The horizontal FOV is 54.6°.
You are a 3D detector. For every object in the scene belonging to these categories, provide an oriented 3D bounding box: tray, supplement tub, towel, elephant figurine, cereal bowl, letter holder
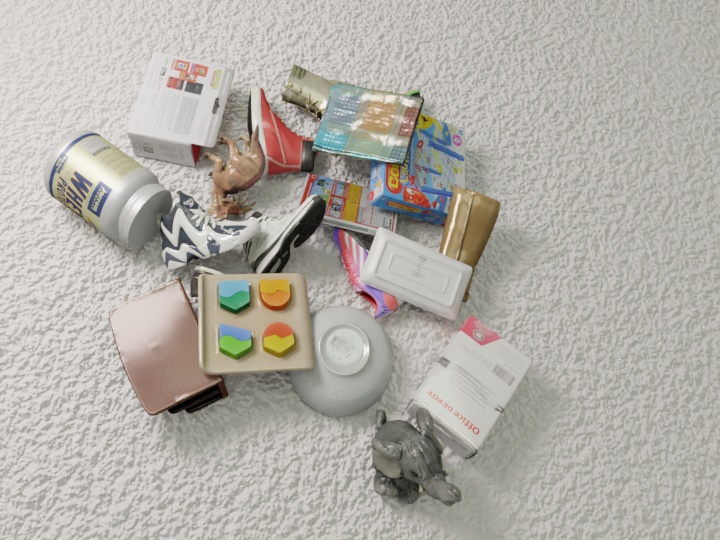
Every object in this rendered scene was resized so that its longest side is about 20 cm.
[{"bbox_3d":[0.106,0.006,1.290,0.196,0.022,0.110,23,83,-5],"label":"tray"},{"bbox_3d":[-0.463,-0.149,1.287,0.198,0.146,0.146,33,66,8],"label":"supplement tub"},{"bbox_3d":[0.013,-0.285,1.348,0.195,0.022,0.150,13,77,21],"label":"towel"},{"bbox_3d":[0.087,0.297,1.133,0.152,0.201,0.144,21,65,2],"label":"elephant figurine"},{"bbox_3d":[-0.032,0.153,1.247,0.194,0.084,0.205,3,67,-7],"label":"cereal bowl"},{"bbox_3d":[-0.333,0.145,1.201,0.140,0.101,0.203,-24,71,-15],"label":"letter holder"}]

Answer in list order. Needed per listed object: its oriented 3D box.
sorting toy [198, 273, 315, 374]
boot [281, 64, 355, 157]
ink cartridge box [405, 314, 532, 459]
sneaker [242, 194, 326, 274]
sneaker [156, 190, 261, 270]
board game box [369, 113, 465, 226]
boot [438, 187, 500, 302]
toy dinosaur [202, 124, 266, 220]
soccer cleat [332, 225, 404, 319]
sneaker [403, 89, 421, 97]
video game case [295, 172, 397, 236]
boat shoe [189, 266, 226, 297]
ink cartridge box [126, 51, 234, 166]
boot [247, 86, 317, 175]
[{"bbox_3d":[-0.178,0.084,1.193,0.195,0.037,0.189,2,58,-17],"label":"sorting toy"},{"bbox_3d":[-0.093,-0.333,1.440,0.151,0.072,0.204,18,53,-15],"label":"boot"},{"bbox_3d":[0.194,0.210,1.252,0.144,0.085,0.201,36,65,9],"label":"ink cartridge box"},{"bbox_3d":[-0.156,-0.088,1.298,0.201,0.075,0.116,-48,68,20],"label":"sneaker"},{"bbox_3d":[-0.286,-0.092,1.274,0.195,0.079,0.133,-17,99,18],"label":"sneaker"},{"bbox_3d":[0.117,-0.210,1.397,0.192,0.056,0.205,12,70,-26],"label":"board game box"},{"bbox_3d":[0.163,-0.061,1.344,0.171,0.066,0.205,18,88,-12],"label":"boot"},{"bbox_3d":[-0.232,-0.180,1.341,0.199,0.086,0.136,-42,77,15],"label":"toy dinosaur"},{"bbox_3d":[0.000,0.000,1.332,0.073,0.068,0.201,-37,76,-12],"label":"soccer cleat"},{"bbox_3d":[0.084,-0.301,1.482,0.083,0.076,0.203,37,62,-19],"label":"sneaker"},{"bbox_3d":[-0.022,-0.129,1.377,0.195,0.018,0.144,14,38,-2],"label":"video game case"},{"bbox_3d":[-0.218,0.044,1.283,0.195,0.067,0.058,15,81,-1],"label":"boat shoe"},{"bbox_3d":[-0.356,-0.323,1.413,0.171,0.084,0.205,11,65,-2],"label":"ink cartridge box"},{"bbox_3d":[-0.158,-0.290,1.440,0.141,0.073,0.205,-6,68,-17],"label":"boot"}]
